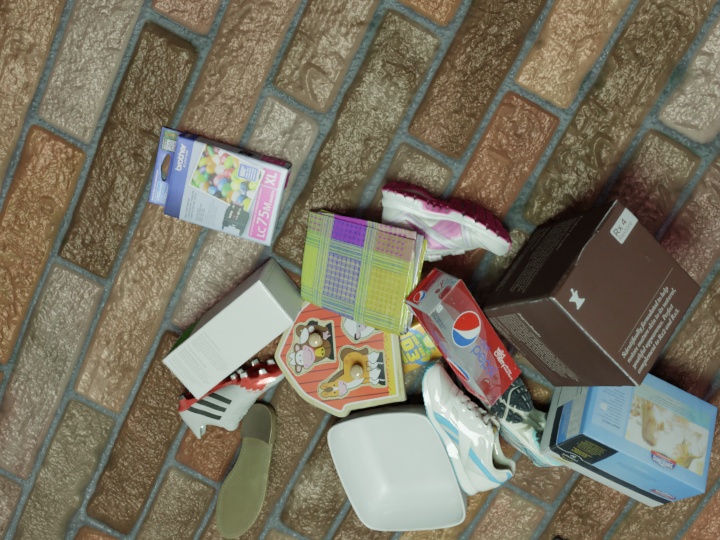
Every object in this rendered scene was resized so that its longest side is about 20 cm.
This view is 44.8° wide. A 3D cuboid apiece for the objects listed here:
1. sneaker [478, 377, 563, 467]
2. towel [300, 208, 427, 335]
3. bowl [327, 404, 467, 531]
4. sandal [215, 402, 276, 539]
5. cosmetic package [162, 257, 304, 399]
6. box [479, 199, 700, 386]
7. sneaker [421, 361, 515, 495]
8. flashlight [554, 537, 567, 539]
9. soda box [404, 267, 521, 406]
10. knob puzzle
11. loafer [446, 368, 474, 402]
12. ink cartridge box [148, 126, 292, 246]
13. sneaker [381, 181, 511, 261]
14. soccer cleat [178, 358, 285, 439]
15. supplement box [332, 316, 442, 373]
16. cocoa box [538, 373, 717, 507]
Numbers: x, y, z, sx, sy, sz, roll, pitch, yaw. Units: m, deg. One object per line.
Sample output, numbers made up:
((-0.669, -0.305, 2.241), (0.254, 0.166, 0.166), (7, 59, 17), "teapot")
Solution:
((0.226, 0.224, 1.315), (0.200, 0.077, 0.086), (46, 148, 5), "sneaker")
((0.000, 0.000, 1.235), (0.197, 0.023, 0.147), (15, 103, 33), "towel")
((0.063, 0.292, 1.337), (0.196, 0.075, 0.204), (-13, 108, 29), "bowl")
((-0.169, 0.318, 1.396), (0.076, 0.070, 0.217), (13, 88, 17), "sandal")
((-0.185, 0.086, 1.293), (0.199, 0.108, 0.085), (-40, 101, 15), "cosmetic package")
((0.294, 0.039, 1.150), (0.164, 0.200, 0.167), (43, 72, -10), "box")
((0.152, 0.217, 1.248), (0.080, 0.077, 0.203), (-24, 98, 24), "sneaker")
((0.287, 0.529, 1.417), (0.067, 0.068, 0.202), (30, 108, -6), "flashlight")
((0.144, 0.093, 1.209), (0.070, 0.063, 0.201), (-44, 124, -13), "soda box")
((-0.039, 0.112, 1.274), (0.215, 0.030, 0.225), (-4, 78, 20), "knob puzzle")
((0.149, 0.245, 1.335), (0.062, 0.072, 0.204), (-11, 110, 15), "loafer")
((-0.208, -0.122, 1.261), (0.196, 0.042, 0.122), (17, 109, 1), "ink cartridge box")
((0.115, -0.055, 1.234), (0.196, 0.081, 0.090), (19, 112, 8), "sneaker")
((-0.192, 0.200, 1.353), (0.197, 0.069, 0.087), (-22, 100, 17), "soccer cleat")
((0.058, 0.111, 1.299), (0.197, 0.069, 0.067), (-28, 106, 12), "supplement box")
((0.380, 0.227, 1.239), (0.197, 0.135, 0.131), (25, 152, -6), "cocoa box")
